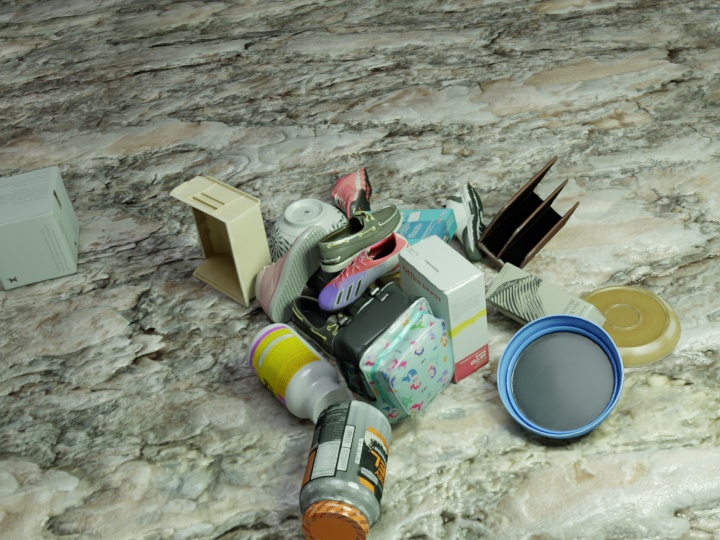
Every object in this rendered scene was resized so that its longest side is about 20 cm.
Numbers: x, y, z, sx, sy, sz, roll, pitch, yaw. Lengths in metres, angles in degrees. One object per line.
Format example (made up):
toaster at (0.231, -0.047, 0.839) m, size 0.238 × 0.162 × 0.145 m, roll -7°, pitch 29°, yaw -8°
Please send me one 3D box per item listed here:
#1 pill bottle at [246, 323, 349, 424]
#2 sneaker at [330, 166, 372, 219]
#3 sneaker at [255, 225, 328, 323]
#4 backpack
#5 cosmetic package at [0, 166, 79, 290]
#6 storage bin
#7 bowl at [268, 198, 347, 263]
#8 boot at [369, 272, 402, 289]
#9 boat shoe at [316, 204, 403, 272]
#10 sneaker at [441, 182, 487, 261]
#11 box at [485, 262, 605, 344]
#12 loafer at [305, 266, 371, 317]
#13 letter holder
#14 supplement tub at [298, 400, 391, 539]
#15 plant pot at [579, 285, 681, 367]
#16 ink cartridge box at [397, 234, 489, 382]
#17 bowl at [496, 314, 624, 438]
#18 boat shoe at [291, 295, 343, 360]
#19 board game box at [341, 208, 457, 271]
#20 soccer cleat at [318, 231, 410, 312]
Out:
pill bottle at (-0.104, 0.180, 1.508) m, size 0.103 × 0.105 × 0.199 m, roll -29°, pitch 41°, yaw -23°
sneaker at (-0.023, -0.151, 1.942) m, size 0.085 × 0.075 × 0.201 m, roll -13°, pitch 30°, yaw 12°
sneaker at (-0.141, -0.008, 1.710) m, size 0.104 × 0.075 × 0.202 m, roll 35°, pitch 101°, yaw 49°
backpack at (0.062, 0.146, 1.434) m, size 0.150 × 0.202 × 0.177 m, roll 30°, pitch 62°, yaw 35°
cosmetic package at (-0.723, -0.095, 1.949) m, size 0.162 × 0.167 × 0.201 m, roll -14°, pitch 39°, yaw -5°
storage bin at (-0.276, -0.065, 1.774) m, size 0.197 × 0.202 × 0.093 m, roll 25°, pitch 48°, yaw 37°
bowl at (-0.109, -0.086, 1.849) m, size 0.197 × 0.095 × 0.202 m, roll -7°, pitch 38°, yaw 6°
boot at (0.090, -0.008, 1.722) m, size 0.198 × 0.072 × 0.145 m, roll 2°, pitch 40°, yaw 22°
boat shoe at (0.000, -0.073, 1.665) m, size 0.201 × 0.061 × 0.072 m, roll -36°, pitch 34°, yaw -27°
sneaker at (0.213, -0.086, 1.806) m, size 0.079 × 0.074 × 0.202 m, roll -30°, pitch 38°, yaw 24°
box at (0.319, 0.066, 1.549) m, size 0.199 × 0.068 × 0.083 m, roll 29°, pitch 84°, yaw 44°
loafer at (-0.048, 0.047, 1.689) m, size 0.198 × 0.074 × 0.072 m, roll 24°, pitch 54°, yaw 38°
letter holder at (0.337, -0.109, 1.707) m, size 0.100 × 0.143 × 0.200 m, roll 42°, pitch 57°, yaw 11°
supplement tub at (-0.023, 0.304, 1.319) m, size 0.120 × 0.124 × 0.202 m, roll -1°, pitch 40°, yaw 12°
plant pot at (0.456, 0.088, 1.551) m, size 0.196 × 0.028 × 0.202 m, roll -7°, pitch 39°, yaw 6°
ink cartridge box at (0.143, 0.064, 1.514) m, size 0.083 × 0.202 × 0.145 m, roll -26°, pitch 41°, yaw -20°
bowl at (0.318, 0.170, 1.412) m, size 0.197 × 0.039 × 0.204 m, roll -10°, pitch 61°, yaw 18°
boat shoe at (-0.054, 0.107, 1.619) m, size 0.200 × 0.061 × 0.072 m, roll 25°, pitch 53°, yaw 37°
board game box at (0.069, -0.058, 1.711) m, size 0.197 × 0.047 × 0.151 m, roll 0°, pitch 35°, yaw 29°
soccer cleat at (0.000, 0.000, 1.595) m, size 0.198 × 0.073 × 0.069 m, roll -32°, pitch 54°, yaw 5°
